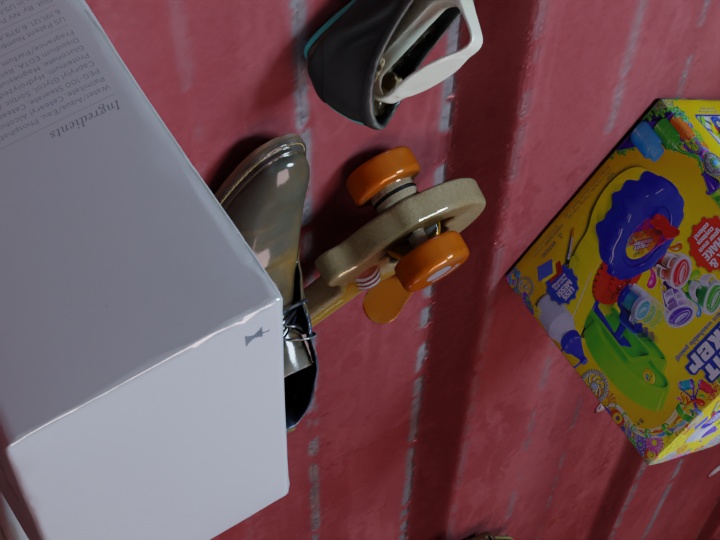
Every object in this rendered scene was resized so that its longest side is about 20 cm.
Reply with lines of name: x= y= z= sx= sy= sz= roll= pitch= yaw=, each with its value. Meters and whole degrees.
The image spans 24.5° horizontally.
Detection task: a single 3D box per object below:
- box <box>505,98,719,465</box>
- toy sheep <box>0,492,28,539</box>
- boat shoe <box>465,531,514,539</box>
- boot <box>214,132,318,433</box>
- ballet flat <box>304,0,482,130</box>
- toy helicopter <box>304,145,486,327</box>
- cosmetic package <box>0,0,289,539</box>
box: x=0.256 y=0.006 z=1.275 sx=0.121 sy=0.193 sz=0.200 roll=-6 pitch=142 yaw=-51
toy sheep: x=-0.176 y=0.144 z=0.992 sx=0.199 sy=0.139 sz=0.138 roll=-25 pitch=160 yaw=12
boat shoe: x=0.137 y=0.328 z=1.883 sx=0.068 sy=0.072 sz=0.200 roll=-44 pitch=166 yaw=7
boot: x=-0.047 y=0.012 z=0.971 sx=0.074 sy=0.097 sz=0.201 roll=-23 pitch=154 yaw=-30
ballet flat: x=0.055 y=-0.150 z=0.849 sx=0.200 sy=0.069 sz=0.068 roll=-48 pitch=155 yaw=22
toy helicopter: x=0.000 y=0.000 z=1.079 sx=0.199 sy=0.079 sz=0.132 roll=-36 pitch=169 yaw=26
cosmetic package: x=-0.130 y=0.011 z=0.716 sx=0.122 sy=0.201 sz=0.200 roll=-30 pitch=156 yaw=-16
